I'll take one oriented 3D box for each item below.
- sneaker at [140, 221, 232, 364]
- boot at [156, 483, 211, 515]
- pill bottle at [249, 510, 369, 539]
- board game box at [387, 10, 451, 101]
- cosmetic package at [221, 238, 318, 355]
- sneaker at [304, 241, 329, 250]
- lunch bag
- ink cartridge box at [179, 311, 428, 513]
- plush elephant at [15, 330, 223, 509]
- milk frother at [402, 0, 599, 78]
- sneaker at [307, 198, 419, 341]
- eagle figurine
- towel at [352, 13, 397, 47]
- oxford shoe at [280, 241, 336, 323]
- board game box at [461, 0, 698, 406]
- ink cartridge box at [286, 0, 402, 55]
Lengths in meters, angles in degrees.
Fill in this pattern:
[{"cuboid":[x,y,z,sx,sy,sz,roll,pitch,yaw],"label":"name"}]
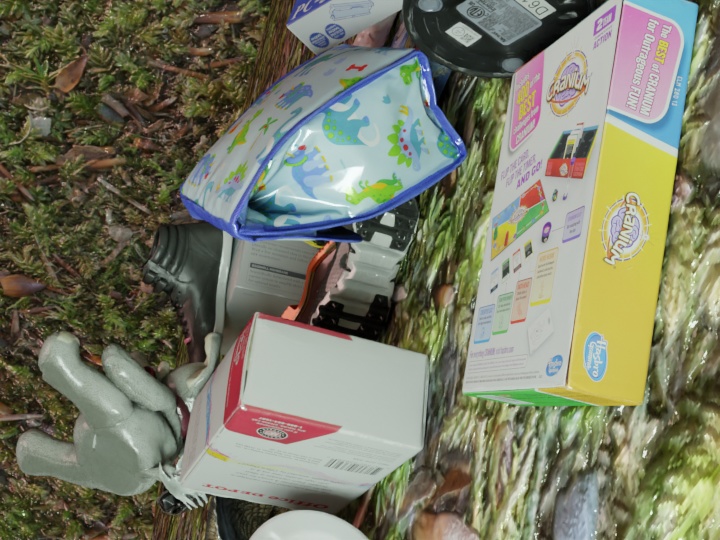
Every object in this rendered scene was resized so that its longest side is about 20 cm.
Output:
[{"cuboid":[-0.206,0.037,1.294,0.071,0.099,0.200,161,115,-72],"label":"sneaker"},{"cuboid":[-0.143,0.209,1.217,0.069,0.174,0.200,57,152,10],"label":"boot"},{"cuboid":[-0.059,0.294,0.891,0.114,0.114,0.200,-93,20,-52],"label":"pill bottle"},{"cuboid":[0.059,-0.212,1.037,0.135,0.034,0.200,-90,17,-45],"label":"board game box"},{"cuboid":[-0.103,-0.014,1.385,0.199,0.123,0.200,123,157,-59],"label":"cosmetic package"},{"cuboid":[-0.030,-0.055,1.116,0.200,0.074,0.085,-21,-48,-73],"label":"sneaker"},{"cuboid":[-0.042,-0.092,0.921,0.128,0.200,0.170,65,165,-19],"label":"lunch bag"},{"cuboid":[-0.051,0.123,0.909,0.200,0.148,0.086,132,148,-57],"label":"ink cartridge box"},{"cuboid":[-0.195,0.128,1.056,0.155,0.200,0.165,-47,-23,-56],"label":"plush elephant"},{"cuboid":[0.111,-0.251,0.672,0.200,0.180,0.188,-12,57,29],"label":"milk frother"},{"cuboid":[0.000,0.000,1.041,0.091,0.066,0.200,-98,27,-65],"label":"sneaker"},{"cuboid":[-0.093,0.216,1.051,0.151,0.152,0.200,5,45,45],"label":"eagle figurine"},{"cuboid":[0.016,-0.257,1.201,0.200,0.032,0.191,114,176,-46],"label":"towel"},{"cuboid":[-0.019,0.032,1.135,0.073,0.071,0.200,53,132,28],"label":"oxford shoe"},{"cuboid":[0.111,-0.029,0.601,0.153,0.040,0.200,155,126,-75],"label":"board game box"},{"cuboid":[0.029,-0.264,0.962,0.200,0.044,0.094,-19,43,42],"label":"ink cartridge box"}]
